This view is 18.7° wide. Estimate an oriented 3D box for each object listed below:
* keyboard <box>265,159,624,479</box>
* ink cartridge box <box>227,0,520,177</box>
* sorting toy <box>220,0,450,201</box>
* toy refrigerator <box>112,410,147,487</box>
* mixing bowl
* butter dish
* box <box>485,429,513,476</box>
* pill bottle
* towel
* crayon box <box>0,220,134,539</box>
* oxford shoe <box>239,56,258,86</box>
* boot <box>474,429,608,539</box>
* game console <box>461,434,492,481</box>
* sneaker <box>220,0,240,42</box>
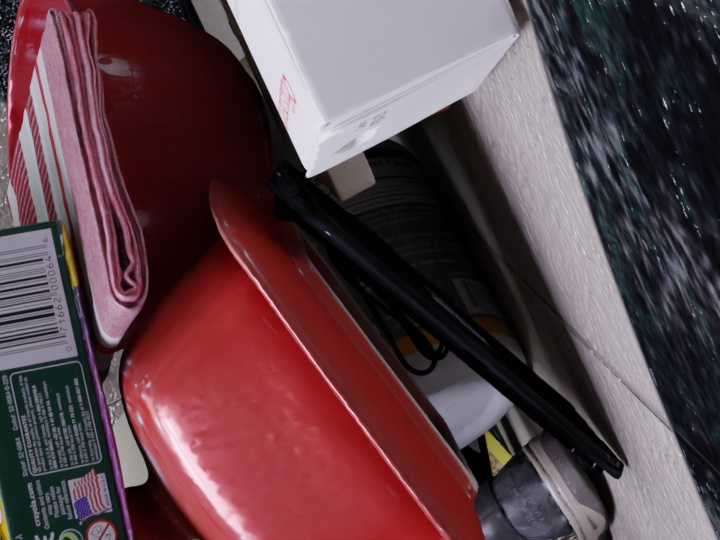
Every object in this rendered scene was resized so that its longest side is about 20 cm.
[{"bbox_3d":[0.029,0.030,0.983,0.200,0.040,0.104,41,-174,-24],"label":"keyboard"},{"bbox_3d":[-0.024,-0.148,0.808,0.147,0.082,0.201,139,106,-86],"label":"ink cartridge box"},{"bbox_3d":[-0.033,-0.151,1.019,0.200,0.069,0.200,-128,14,-76],"label":"sorting toy"},{"bbox_3d":[-0.048,0.118,1.227,0.199,0.076,0.070,9,-137,-44],"label":"toy refrigerator"},{"bbox_3d":[-0.110,-0.053,1.130,0.200,0.107,0.202,175,90,-70],"label":"mixing bowl"},{"bbox_3d":[-0.048,0.078,0.989,0.201,0.147,0.199,52,-177,-10],"label":"butter dish"},{"bbox_3d":[0.025,0.074,1.387,0.200,0.050,0.075,47,179,-12],"label":"box"},{"bbox_3d":[0.000,0.000,1.181,0.201,0.116,0.117,62,175,27],"label":"pill bottle"},{"bbox_3d":[-0.134,-0.015,1.021,0.200,0.023,0.145,124,135,-64],"label":"towel"},{"bbox_3d":[-0.154,0.097,1.005,0.173,0.058,0.202,141,117,-69],"label":"crayon box"},{"bbox_3d":[-0.021,-0.057,1.392,0.070,0.074,0.201,-134,19,-76],"label":"oxford shoe"},{"bbox_3d":[0.058,0.165,1.149,0.073,0.150,0.200,56,173,19],"label":"boot"},{"bbox_3d":[0.002,0.063,1.258,0.176,0.031,0.201,31,-148,-30],"label":"game console"},{"bbox_3d":[-0.040,-0.148,1.225,0.079,0.066,0.200,53,-177,-33],"label":"sneaker"}]
